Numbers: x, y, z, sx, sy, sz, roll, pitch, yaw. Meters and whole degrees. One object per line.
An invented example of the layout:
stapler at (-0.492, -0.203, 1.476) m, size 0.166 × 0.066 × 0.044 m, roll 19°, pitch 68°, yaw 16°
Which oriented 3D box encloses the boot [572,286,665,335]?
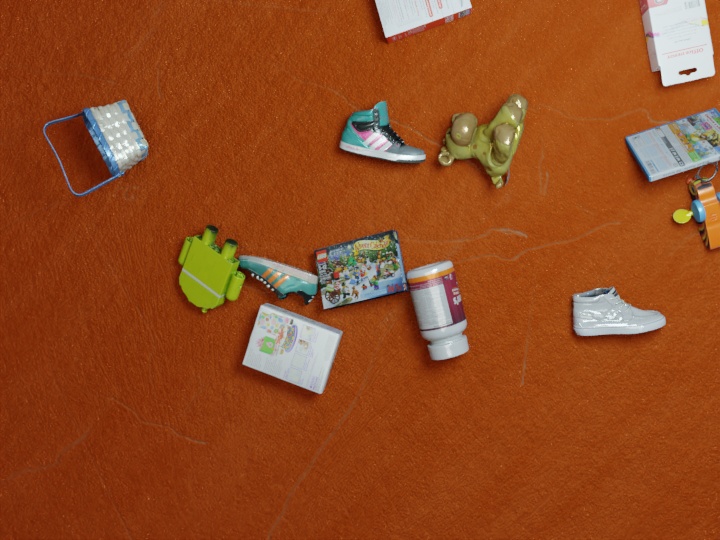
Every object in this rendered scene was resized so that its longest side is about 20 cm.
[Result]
boot at (0.564, 0.084, 1.670) m, size 0.196 × 0.074 × 0.098 m, roll -6°, pitch 101°, yaw 8°

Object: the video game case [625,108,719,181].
video game case at (0.679, -0.266, 1.606) m, size 0.196 × 0.145 × 0.018 m, roll -17°, pitch 134°, yaw 8°

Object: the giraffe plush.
giraffe plush at (0.258, -0.287, 1.653) m, size 0.160 × 0.173 × 0.203 m, roll 19°, pitch 131°, yaw 15°

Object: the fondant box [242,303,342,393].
fondant box at (-0.156, 0.179, 1.765) m, size 0.197 × 0.058 × 0.147 m, roll 20°, pitch 97°, yaw 4°

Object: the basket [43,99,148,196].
basket at (-0.593, -0.281, 1.732) m, size 0.198 × 0.139 × 0.179 m, roll -25°, pitch 92°, yaw -23°

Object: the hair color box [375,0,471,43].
hair color box at (0.135, -0.588, 1.669) m, size 0.196 × 0.064 × 0.113 m, roll -16°, pitch 92°, yaw 9°

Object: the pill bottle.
pill bottle at (0.176, 0.088, 1.699) m, size 0.107 × 0.110 × 0.204 m, roll -14°, pitch 93°, yaw 8°

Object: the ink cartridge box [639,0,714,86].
ink cartridge box at (0.669, -0.496, 1.612) m, size 0.114 × 0.067 × 0.204 m, roll -10°, pitch 92°, yaw 8°

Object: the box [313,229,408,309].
box at (0.000, 0.000, 1.718) m, size 0.196 × 0.038 × 0.139 m, roll -14°, pitch 82°, yaw 18°

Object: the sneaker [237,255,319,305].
sneaker at (-0.195, 0.022, 1.756) m, size 0.196 × 0.071 × 0.081 m, roll 18°, pitch 92°, yaw 3°

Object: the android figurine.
android figurine at (-0.351, 0.003, 1.767) m, size 0.180 × 0.041 × 0.203 m, roll 31°, pitch 114°, yaw 18°

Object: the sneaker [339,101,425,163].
sneaker at (0.057, -0.312, 1.696) m, size 0.196 × 0.084 × 0.123 m, roll 12°, pitch 106°, yaw 7°

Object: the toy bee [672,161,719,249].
toy bee at (0.741, -0.155, 1.628) m, size 0.128 × 0.109 × 0.203 m, roll 1°, pitch 120°, yaw -2°
